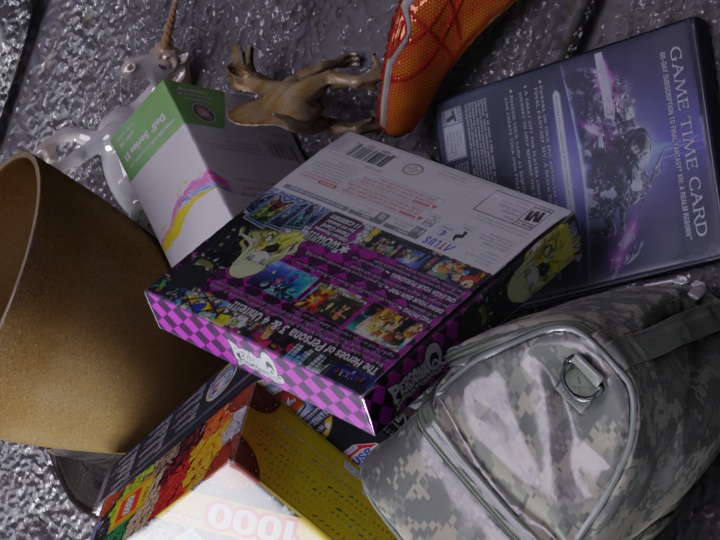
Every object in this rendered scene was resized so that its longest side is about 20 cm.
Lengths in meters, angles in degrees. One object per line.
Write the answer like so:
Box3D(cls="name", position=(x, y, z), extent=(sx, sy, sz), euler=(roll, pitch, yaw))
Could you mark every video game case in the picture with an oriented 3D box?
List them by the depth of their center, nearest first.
Box3D(cls="video game case", position=(0.000, 0.000, 1.186), extent=(0.199, 0.181, 0.036), euler=(22, 142, 43))
Box3D(cls="video game case", position=(0.132, -0.058, 1.227), extent=(0.199, 0.019, 0.144), euler=(-15, 77, 39))

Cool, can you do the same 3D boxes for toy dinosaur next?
Box3D(cls="toy dinosaur", position=(-0.036, -0.105, 1.311), extent=(0.200, 0.100, 0.059), euler=(-130, 31, -67))

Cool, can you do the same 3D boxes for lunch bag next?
Box3D(cls="lunch bag", position=(0.121, 0.087, 1.109), extent=(0.140, 0.200, 0.168), euler=(50, 117, 15))

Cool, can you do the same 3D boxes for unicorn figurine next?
Box3D(cls="unicorn figurine", position=(-0.169, -0.076, 1.445), extent=(0.074, 0.136, 0.202), euler=(-161, 53, -77))

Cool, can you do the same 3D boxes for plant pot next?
Box3D(cls="plant pot", position=(-0.172, 0.045, 1.343), extent=(0.186, 0.199, 0.188), euler=(-41, 36, 40))

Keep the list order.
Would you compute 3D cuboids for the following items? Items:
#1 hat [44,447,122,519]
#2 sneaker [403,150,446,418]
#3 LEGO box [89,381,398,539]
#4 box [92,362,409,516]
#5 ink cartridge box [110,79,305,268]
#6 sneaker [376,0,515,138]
Box3D(cls="hat", position=(-0.199, 0.083, 1.461), extent=(0.199, 0.081, 0.203), euler=(-4, 84, 39))
Box3D(cls="sneaker", position=(0.025, 0.013, 1.270), extent=(0.076, 0.082, 0.201), euler=(-12, 47, 14))
Box3D(cls="LEGO box", position=(-0.048, 0.187, 1.246), extent=(0.149, 0.200, 0.077), euler=(-39, 21, 30))
Box3D(cls="box", position=(-0.049, 0.135, 1.285), extent=(0.200, 0.160, 0.044), euler=(-40, 21, 31))
Box3D(cls="ink cartridge box", position=(-0.072, -0.023, 1.336), extent=(0.067, 0.117, 0.201), euler=(-43, 61, 28))
Box3D(cls="sneaker", position=(0.065, -0.169, 1.257), extent=(0.077, 0.073, 0.201), euler=(25, 110, -1))
